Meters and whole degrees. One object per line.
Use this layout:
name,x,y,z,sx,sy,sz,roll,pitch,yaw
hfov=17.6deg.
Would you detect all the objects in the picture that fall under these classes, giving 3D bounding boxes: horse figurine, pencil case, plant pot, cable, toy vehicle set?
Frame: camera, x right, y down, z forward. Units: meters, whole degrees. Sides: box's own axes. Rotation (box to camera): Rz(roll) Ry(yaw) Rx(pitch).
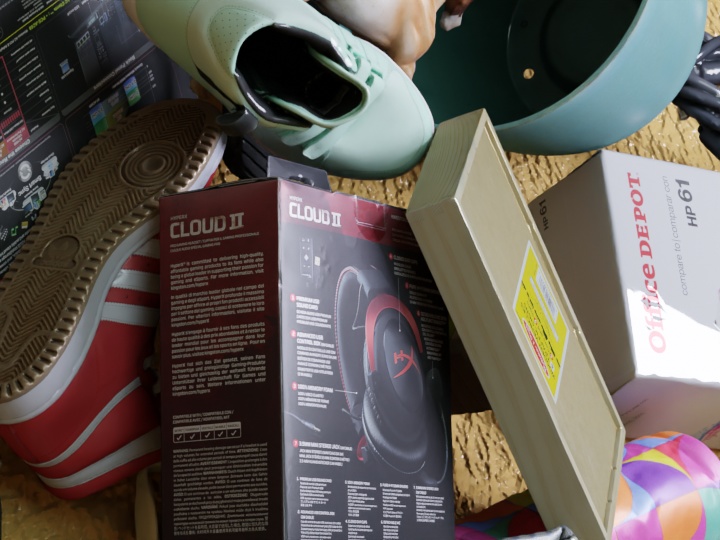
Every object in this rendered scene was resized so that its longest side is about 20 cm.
horse figurine,-0.018,-0.133,1.188,0.200,0.133,0.050,23,10,-41
pencil case,0.113,0.151,1.243,0.199,0.088,0.089,-19,77,-37
plant pot,0.108,-0.157,1.329,0.161,0.200,0.201,22,49,-59
cable,0.247,-0.103,1.462,0.163,0.051,0.200,35,25,26
toy vehicle set,0.082,0.030,1.173,0.124,0.026,0.201,-66,134,-65

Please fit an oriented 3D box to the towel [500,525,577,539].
towel,0.025,0.228,1.099,0.199,0.034,0.193,-10,114,-36

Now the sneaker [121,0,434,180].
sneaker,-0.018,-0.077,1.110,0.200,0.074,0.118,30,9,-42

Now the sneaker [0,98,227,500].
sneaker,-0.114,0.017,1.128,0.200,0.071,0.113,-58,143,-30

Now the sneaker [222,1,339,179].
sneaker,-0.057,-0.137,1.276,0.074,0.088,0.201,47,50,-52

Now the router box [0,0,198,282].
router box,-0.169,-0.084,1.138,0.200,0.062,0.150,-45,131,-40

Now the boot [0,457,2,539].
boot,-0.237,0.139,1.018,0.199,0.077,0.139,-3,72,-34

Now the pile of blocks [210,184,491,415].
pile of blocks,0.000,0.000,1.243,0.200,0.082,0.062,35,51,-13

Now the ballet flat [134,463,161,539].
ballet flat,-0.075,0.093,1.156,0.067,0.068,0.201,19,55,-16

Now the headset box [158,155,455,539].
headset box,-0.024,0.047,1.107,0.148,0.075,0.201,11,75,-56

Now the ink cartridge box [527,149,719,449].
ink cartridge box,0.204,0.023,1.368,0.199,0.085,0.145,8,62,-30
